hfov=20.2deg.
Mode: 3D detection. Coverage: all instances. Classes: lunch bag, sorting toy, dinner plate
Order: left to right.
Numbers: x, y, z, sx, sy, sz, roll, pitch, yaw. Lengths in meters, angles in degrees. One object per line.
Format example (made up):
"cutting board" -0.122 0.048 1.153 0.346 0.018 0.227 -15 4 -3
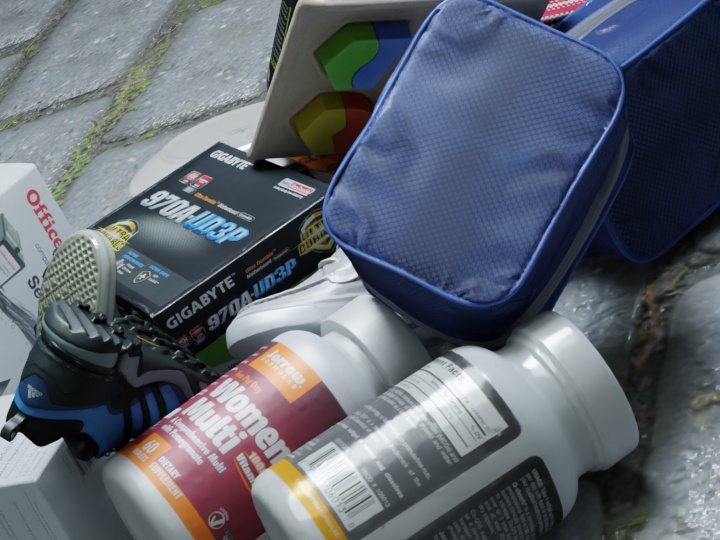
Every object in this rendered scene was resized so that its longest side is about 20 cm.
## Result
"dinner plate" -0.098 -0.106 1.642 0.199 0.024 0.200 -17 19 6
"sorting toy" 0.028 -0.131 1.405 0.184 0.200 0.037 -6 63 -20
"lunch bag" 0.078 -0.059 1.207 0.136 0.132 0.200 29 79 16
"lunch bag" 0.177 -0.102 1.371 0.200 0.136 0.132 -36 26 -17

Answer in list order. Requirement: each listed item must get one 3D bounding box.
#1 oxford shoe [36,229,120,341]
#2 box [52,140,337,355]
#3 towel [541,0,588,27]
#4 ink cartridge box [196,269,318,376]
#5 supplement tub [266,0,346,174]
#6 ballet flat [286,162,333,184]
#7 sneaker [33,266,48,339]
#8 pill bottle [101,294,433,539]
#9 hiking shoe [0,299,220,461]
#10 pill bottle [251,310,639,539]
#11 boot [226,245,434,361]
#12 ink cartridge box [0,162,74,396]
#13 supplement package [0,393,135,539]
"oxford shoe" -0.184 0.060 1.387 0.058 0.201 0.075 -14 34 -34
"box" -0.113 -0.017 1.435 0.159 0.046 0.200 -35 27 -16
"towel" 0.132 -0.210 1.524 0.144 0.023 0.200 -14 22 -5
"ink cartridge box" -0.086 0.044 1.434 0.147 0.076 0.200 -21 25 11
"supplement tub" -0.002 -0.180 1.514 0.122 0.201 0.123 10 34 -7
"ballet flat" -0.054 -0.055 1.618 0.064 0.068 0.200 31 44 24
"sneaker" -0.195 0.016 1.578 0.078 0.089 0.200 -14 26 25
"pill bottle" -0.051 0.107 1.243 0.200 0.110 0.109 -36 27 -18
"hiking shoe" -0.152 0.077 1.258 0.074 0.200 0.087 36 94 30
"pill bottle" 0.049 0.114 1.129 0.200 0.117 0.116 -32 26 -12
"boot" 0.000 0.000 1.354 0.199 0.096 0.074 -9 -23 -14
"ink cartridge box" -0.313 0.026 1.604 0.084 0.146 0.200 1 37 46
"supplement package" -0.244 0.159 1.329 0.199 0.110 0.114 -13 28 28
